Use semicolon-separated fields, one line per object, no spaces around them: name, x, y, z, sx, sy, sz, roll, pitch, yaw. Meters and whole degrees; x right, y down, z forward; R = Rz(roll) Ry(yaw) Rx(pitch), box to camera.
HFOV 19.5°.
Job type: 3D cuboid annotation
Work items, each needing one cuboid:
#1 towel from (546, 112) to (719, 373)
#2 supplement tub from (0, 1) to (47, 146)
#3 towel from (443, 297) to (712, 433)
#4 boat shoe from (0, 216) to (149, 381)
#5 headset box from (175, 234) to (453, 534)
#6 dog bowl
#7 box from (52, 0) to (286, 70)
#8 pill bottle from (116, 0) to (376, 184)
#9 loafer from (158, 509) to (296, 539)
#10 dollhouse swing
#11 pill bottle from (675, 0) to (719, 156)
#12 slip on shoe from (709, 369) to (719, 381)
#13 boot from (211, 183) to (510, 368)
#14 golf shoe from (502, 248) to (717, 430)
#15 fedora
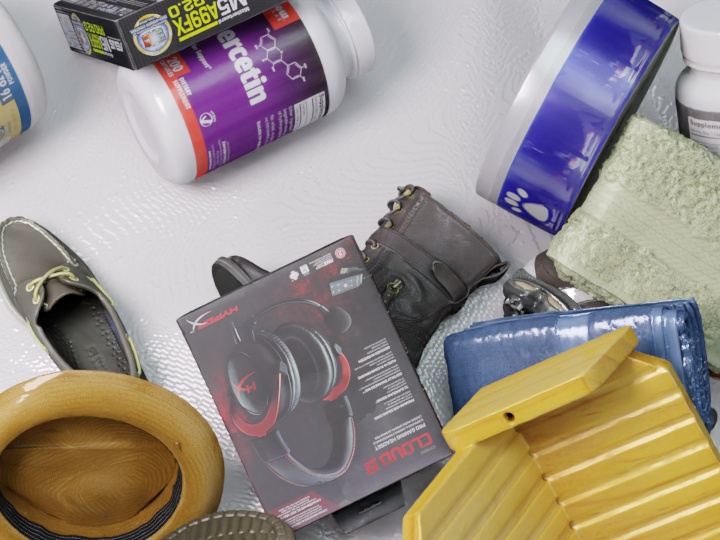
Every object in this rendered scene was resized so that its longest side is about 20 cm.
towel;0.257;-0.015;1.600;0.199;0.036;0.149;31;95;-6
supplement tub;-0.363;-0.132;1.654;0.199;0.145;0.145;-36;71;-19
towel;0.165;0.086;1.588;0.198;0.048;0.113;-7;90;25
boat shoe;-0.226;0.032;1.631;0.072;0.060;0.202;-29;70;-17
headset box;-0.030;0.094;1.564;0.148;0.075;0.201;-24;92;-2
dog bowl;0.172;-0.130;1.665;0.078;0.200;0.201;29;65;8
box;-0.148;-0.220;1.696;0.159;0.200;0.045;-26;109;-17
pill bottle;-0.091;-0.158;1.707;0.199;0.113;0.113;-27;69;-16
loafer;-0.134;0.234;1.521;0.198;0.068;0.076;-19;26;9
dollhouse swing;0.155;0.184;1.474;0.181;0.176;0.201;-25;102;23
pill bottle;0.308;-0.109;1.655;0.113;0.202;0.114;-8;23;4
slip on shoe;0.246;-0.001;1.653;0.061;0.074;0.201;-29;95;-39
boot;0.000;0.000;1.667;0.199;0.069;0.175;33;65;0
golf shoe;0.209;0.048;1.650;0.199;0.078;0.095;37;66;12
fedora;-0.201;0.139;1.548;0.198;0.202;0.082;-5;28;-7
